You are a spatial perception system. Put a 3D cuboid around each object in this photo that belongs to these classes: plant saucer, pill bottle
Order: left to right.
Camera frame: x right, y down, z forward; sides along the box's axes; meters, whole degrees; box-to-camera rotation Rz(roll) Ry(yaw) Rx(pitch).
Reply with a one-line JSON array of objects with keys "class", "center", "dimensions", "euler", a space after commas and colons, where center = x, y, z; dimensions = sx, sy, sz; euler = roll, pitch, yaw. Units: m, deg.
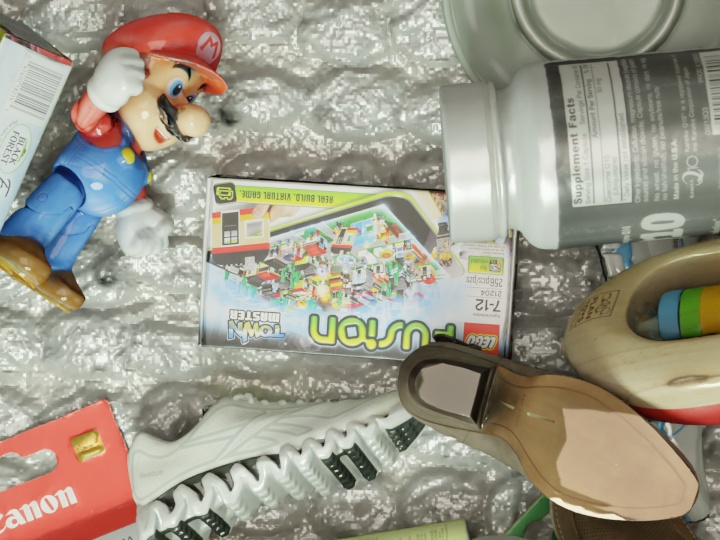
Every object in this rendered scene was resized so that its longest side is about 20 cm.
[{"class": "plant saucer", "center": [0.147, -0.177, 1.593], "dimensions": [0.199, 0.050, 0.201], "euler": [0, 93, 7]}, {"class": "pill bottle", "center": [0.149, -0.072, 1.539], "dimensions": [0.199, 0.113, 0.114], "euler": [-5, 93, 2]}]

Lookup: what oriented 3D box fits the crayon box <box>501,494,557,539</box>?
[{"class": "crayon box", "center": [0.169, 0.228, 1.612], "dimensions": [0.200, 0.051, 0.127], "euler": [43, 98, 4]}]

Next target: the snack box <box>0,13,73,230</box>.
[{"class": "snack box", "center": [-0.254, -0.061, 1.602], "dimensions": [0.053, 0.142, 0.201], "euler": [22, 96, -23]}]

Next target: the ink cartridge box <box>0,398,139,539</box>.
[{"class": "ink cartridge box", "center": [-0.200, 0.206, 1.659], "dimensions": [0.160, 0.050, 0.201], "euler": [-22, 92, 8]}]

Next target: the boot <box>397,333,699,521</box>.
[{"class": "boot", "center": [0.113, 0.094, 1.534], "dimensions": [0.199, 0.146, 0.071], "euler": [27, 90, 12]}]

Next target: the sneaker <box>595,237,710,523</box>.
[{"class": "sneaker", "center": [0.204, 0.055, 1.590], "dimensions": [0.086, 0.075, 0.201], "euler": [-12, 92, 2]}]

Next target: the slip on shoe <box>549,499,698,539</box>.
[{"class": "slip on shoe", "center": [0.174, 0.183, 1.517], "dimensions": [0.076, 0.061, 0.200], "euler": [-22, 54, -7]}]

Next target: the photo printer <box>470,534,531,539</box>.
[{"class": "photo printer", "center": [0.123, 0.263, 1.467], "dimensions": [0.166, 0.069, 0.201], "euler": [9, 98, 42]}]

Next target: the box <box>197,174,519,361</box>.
[{"class": "box", "center": [0.000, 0.000, 1.628], "dimensions": [0.199, 0.035, 0.111], "euler": [3, 94, 7]}]

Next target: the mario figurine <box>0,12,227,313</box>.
[{"class": "mario figurine", "center": [-0.143, -0.068, 1.597], "dimensions": [0.106, 0.123, 0.201], "euler": [33, 85, -9]}]

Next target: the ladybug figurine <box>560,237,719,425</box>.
[{"class": "ladybug figurine", "center": [0.214, 0.040, 1.500], "dimensions": [0.199, 0.136, 0.072], "euler": [-7, 126, 28]}]

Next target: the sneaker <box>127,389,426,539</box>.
[{"class": "sneaker", "center": [-0.055, 0.108, 1.626], "dimensions": [0.199, 0.075, 0.081], "euler": [-20, 63, 0]}]

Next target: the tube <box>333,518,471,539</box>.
[{"class": "tube", "center": [-0.025, 0.199, 1.617], "dimensions": [0.199, 0.058, 0.052], "euler": [-12, 119, 1]}]
